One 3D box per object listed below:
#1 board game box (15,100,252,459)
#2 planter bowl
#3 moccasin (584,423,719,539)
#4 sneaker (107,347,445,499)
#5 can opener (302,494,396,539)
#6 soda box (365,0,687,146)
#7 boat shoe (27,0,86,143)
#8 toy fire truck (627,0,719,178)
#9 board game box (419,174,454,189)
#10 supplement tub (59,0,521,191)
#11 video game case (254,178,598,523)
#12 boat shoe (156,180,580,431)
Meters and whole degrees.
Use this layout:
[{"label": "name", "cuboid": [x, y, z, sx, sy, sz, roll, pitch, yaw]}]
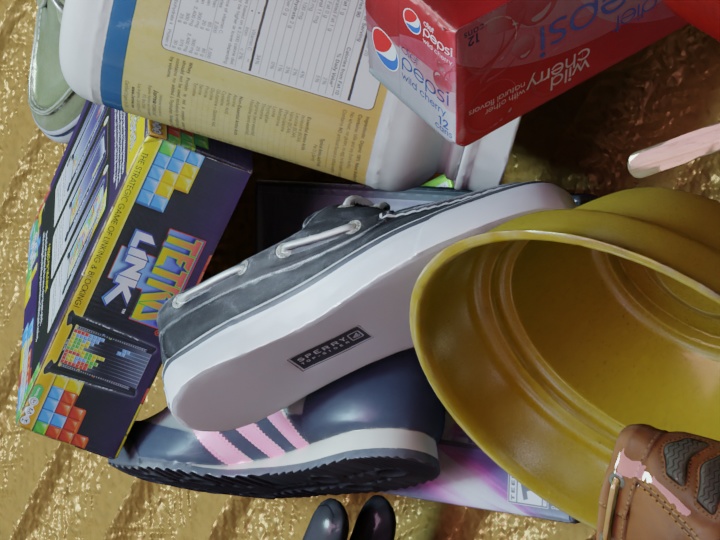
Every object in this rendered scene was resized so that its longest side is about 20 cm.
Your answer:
[{"label": "board game box", "cuboid": [-0.111, -0.032, 1.303, 0.166, 0.056, 0.200, -62, 17, 24]}, {"label": "planter bowl", "cuboid": [0.126, 0.027, 1.093, 0.199, 0.084, 0.201, 23, 146, 16]}, {"label": "moccasin", "cuboid": [0.108, 0.135, 1.105, 0.077, 0.074, 0.202, 27, 148, 14]}, {"label": "sneaker", "cuboid": [-0.037, 0.061, 1.246, 0.199, 0.070, 0.083, -7, 71, 41]}, {"label": "can opener", "cuboid": [-0.028, 0.192, 1.270, 0.079, 0.063, 0.201, 40, 128, 36]}, {"label": "soda box", "cuboid": [0.098, -0.130, 1.067, 0.063, 0.199, 0.070, 45, 154, 33]}, {"label": "boat shoe", "cuboid": [-0.139, -0.159, 1.393, 0.072, 0.062, 0.201, 40, 118, 37]}, {"label": "toy fire truck", "cuboid": [0.166, -0.103, 1.017, 0.128, 0.175, 0.201, 36, 115, 37]}, {"label": "board game box", "cuboid": [-0.008, 0.030, 1.290, 0.199, 0.030, 0.096, -24, 76, 39]}, {"label": "supplement tub", "cuboid": [-0.018, -0.119, 1.166, 0.199, 0.145, 0.145, 16, 105, 2]}, {"label": "video game case", "cuboid": [0.026, 0.033, 1.231, 0.199, 0.019, 0.144, 5, 96, 42]}, {"label": "boat shoe", "cuboid": [0.000, 0.000, 1.158, 0.199, 0.072, 0.068, -27, 54, 17]}]
